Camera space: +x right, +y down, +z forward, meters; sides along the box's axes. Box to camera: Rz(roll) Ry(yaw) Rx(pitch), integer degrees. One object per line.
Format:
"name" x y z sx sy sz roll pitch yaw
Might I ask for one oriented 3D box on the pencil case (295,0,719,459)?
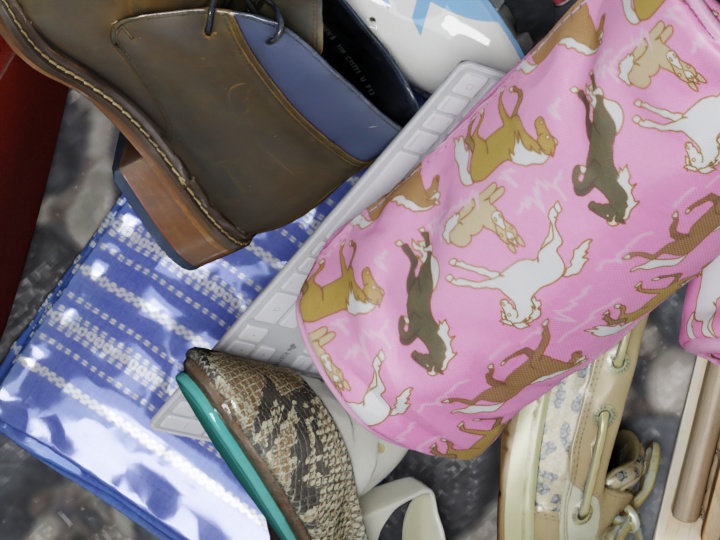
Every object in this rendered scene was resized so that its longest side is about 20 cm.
"pencil case" 0.062 -0.023 0.867 0.082 0.087 0.200 19 131 -33

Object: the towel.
"towel" -0.033 0.015 1.017 0.144 0.024 0.200 35 107 -4

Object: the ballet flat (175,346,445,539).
"ballet flat" -0.009 0.089 0.994 0.075 0.068 0.201 -28 130 -13

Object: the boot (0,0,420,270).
"boot" -0.059 -0.093 0.892 0.096 0.075 0.200 -21 130 17

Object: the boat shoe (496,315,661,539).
"boat shoe" 0.082 0.050 0.982 0.062 0.073 0.201 3 115 4

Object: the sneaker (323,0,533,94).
"sneaker" -0.028 -0.105 0.950 0.199 0.072 0.073 33 72 5

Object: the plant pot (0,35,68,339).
"plant pot" -0.209 -0.017 0.953 0.198 0.200 0.177 7 119 5

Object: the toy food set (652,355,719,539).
"toy food set" 0.188 0.056 0.982 0.143 0.060 0.201 13 106 3

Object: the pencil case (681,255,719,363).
"pencil case" 0.164 -0.057 0.898 0.086 0.083 0.201 13 79 4

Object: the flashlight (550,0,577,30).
"flashlight" 0.045 -0.134 0.947 0.068 0.068 0.200 -43 103 -22

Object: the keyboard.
"keyboard" 0.000 0.000 0.950 0.056 0.011 0.200 9 136 -38
